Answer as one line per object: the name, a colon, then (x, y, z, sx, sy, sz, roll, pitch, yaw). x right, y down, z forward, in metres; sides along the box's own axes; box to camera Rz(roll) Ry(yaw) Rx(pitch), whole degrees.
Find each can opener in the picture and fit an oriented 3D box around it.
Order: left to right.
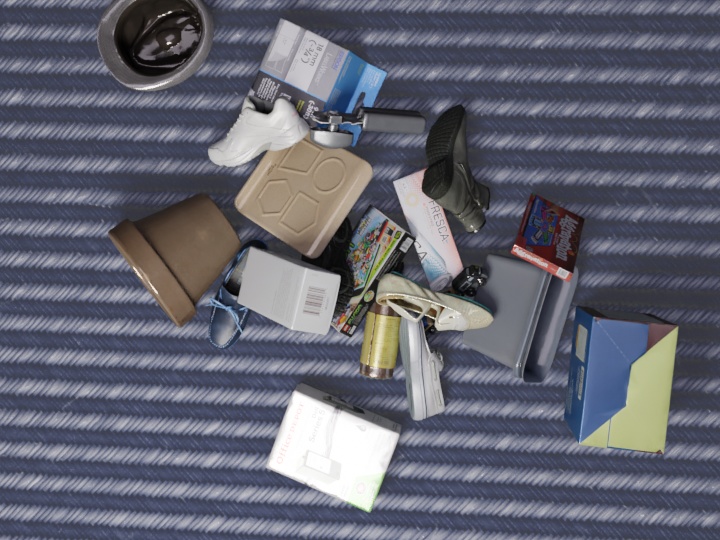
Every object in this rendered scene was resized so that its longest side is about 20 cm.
can opener: (0.011, -0.238, 1.694, 0.196, 0.053, 0.068, 2, 115, -17)

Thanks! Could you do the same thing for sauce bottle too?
sauce bottle: (0.042, 0.082, 1.726, 0.063, 0.065, 0.204, 10, 94, 5)

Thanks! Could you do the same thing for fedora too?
fedora: (-0.343, -0.396, 1.725, 0.199, 0.090, 0.178, -35, 91, -1)

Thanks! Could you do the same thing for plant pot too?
plant pot: (-0.299, -0.034, 1.704, 0.174, 0.200, 0.201, -37, 89, -11)

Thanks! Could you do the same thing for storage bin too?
storage bin: (0.263, 0.068, 1.681, 0.133, 0.145, 0.204, 20, 95, 31)

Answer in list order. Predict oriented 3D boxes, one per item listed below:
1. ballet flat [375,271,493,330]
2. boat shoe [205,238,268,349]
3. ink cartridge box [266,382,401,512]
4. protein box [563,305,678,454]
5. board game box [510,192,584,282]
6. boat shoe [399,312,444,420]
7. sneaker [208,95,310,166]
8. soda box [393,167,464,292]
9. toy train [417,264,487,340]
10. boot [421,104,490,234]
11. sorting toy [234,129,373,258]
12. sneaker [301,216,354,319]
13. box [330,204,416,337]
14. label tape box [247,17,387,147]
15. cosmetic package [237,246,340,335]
ballet flat: (0.117, 0.065, 1.641, 0.197, 0.068, 0.063, 20, 61, 13)
boat shoe: (-0.222, 0.039, 1.745, 0.083, 0.069, 0.204, 17, 94, 4)
ink cartridge box: (-0.045, 0.302, 1.734, 0.197, 0.084, 0.148, 21, 94, 4)
protein box: (0.414, 0.170, 1.628, 0.132, 0.200, 0.203, 6, 93, 5)
board game box: (0.307, -0.057, 1.635, 0.102, 0.201, 0.020, 28, 123, 2)
boat shoe: (0.108, 0.157, 1.712, 0.066, 0.074, 0.203, -11, 119, -11)
sneaker: (-0.182, -0.243, 1.700, 0.197, 0.078, 0.101, -17, 111, 26)
soda box: (0.119, -0.069, 1.713, 0.067, 0.064, 0.203, -20, 90, 6)
toy train: (0.138, 0.059, 1.691, 0.045, 0.034, 0.200, 25, 127, -23)
boot: (0.169, -0.167, 1.698, 0.130, 0.067, 0.203, 37, 52, -33)
sorting toy: (-0.095, -0.137, 1.705, 0.199, 0.036, 0.187, 32, 86, 30)
sneaker: (-0.062, -0.002, 1.701, 0.075, 0.090, 0.203, 25, 56, -33)
box: (0.000, 0.000, 1.710, 0.110, 0.035, 0.202, 38, 97, 45)
label tape box: (-0.073, -0.319, 1.718, 0.197, 0.063, 0.146, 26, 95, 4)
cosmetic package: (-0.119, 0.031, 1.639, 0.073, 0.199, 0.104, 12, 95, -33)
